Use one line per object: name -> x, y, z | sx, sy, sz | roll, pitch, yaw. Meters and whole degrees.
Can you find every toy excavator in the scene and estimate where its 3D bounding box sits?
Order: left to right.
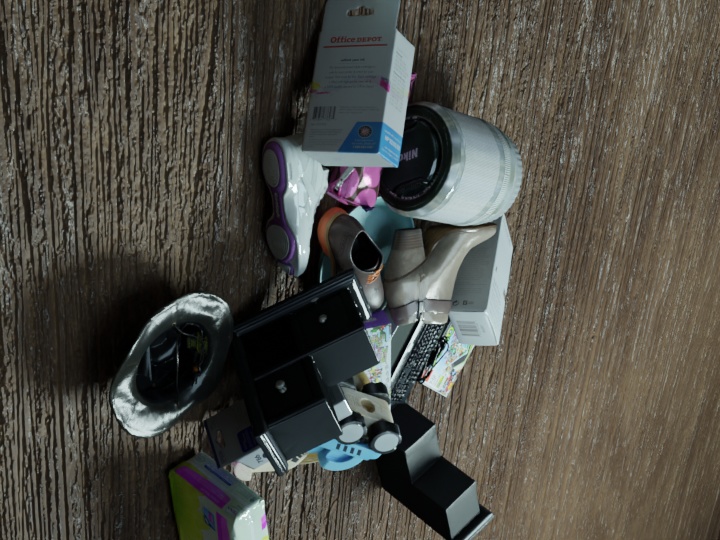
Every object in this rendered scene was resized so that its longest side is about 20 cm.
toy excavator -> -0.065, 0.247, 1.473 | 0.192, 0.101, 0.201 | 21, 121, -30

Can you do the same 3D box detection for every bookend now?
bookend -> -0.059, 0.131, 1.346 | 0.196, 0.202, 0.093 | -24, 134, 0
bookend -> 0.117, 0.332, 1.720 | 0.092, 0.197, 0.203 | -36, 134, -25

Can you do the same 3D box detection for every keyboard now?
keyboard -> 0.109, 0.131, 1.643 | 0.103, 0.039, 0.203 | 8, 111, -59

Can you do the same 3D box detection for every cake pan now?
cake pan -> 0.078, 0.099, 1.643 | 0.200, 0.036, 0.203 | -39, 147, -32

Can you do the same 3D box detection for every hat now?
hat -> -0.253, 0.103, 1.274 | 0.200, 0.080, 0.204 | -37, 140, -38

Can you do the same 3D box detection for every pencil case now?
pencil case -> 0.011, -0.188, 1.391 | 0.093, 0.090, 0.204 | 3, 106, -58

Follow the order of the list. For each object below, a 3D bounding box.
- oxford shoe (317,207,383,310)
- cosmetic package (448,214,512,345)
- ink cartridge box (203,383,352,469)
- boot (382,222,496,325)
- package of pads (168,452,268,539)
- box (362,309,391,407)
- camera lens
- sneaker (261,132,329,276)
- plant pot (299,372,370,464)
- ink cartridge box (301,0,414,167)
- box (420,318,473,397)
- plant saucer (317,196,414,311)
oxford shoe -> 0.000, 0.000, 1.442 | 0.071, 0.072, 0.201 | -48, 140, -17
cosmetic package -> 0.197, 0.011, 1.656 | 0.102, 0.073, 0.203 | 63, 35, -50
ink cartridge box -> -0.116, 0.204, 1.412 | 0.197, 0.100, 0.040 | -27, 132, -2
boot -> 0.122, 0.006, 1.554 | 0.196, 0.070, 0.150 | -6, 98, -21
package of pads -> -0.196, 0.371, 1.431 | 0.068, 0.153, 0.203 | -29, 130, -37
box -> -0.022, 0.162, 1.545 | 0.134, 0.039, 0.203 | -11, 126, -15
camera lens -> 0.125, -0.151, 1.482 | 0.198, 0.159, 0.163 | 6, 107, -49
sneaker -> -0.077, -0.087, 1.361 | 0.099, 0.074, 0.204 | -24, 127, -37
plant pot -> -0.070, 0.217, 1.519 | 0.196, 0.028, 0.203 | -11, 126, -16
ink cartridge box -> 0.001, -0.239, 1.298 | 0.068, 0.113, 0.204 | 23, 74, -62
box -> 0.162, 0.112, 1.774 | 0.110, 0.034, 0.203 | 31, 87, -51
plant saucer -> 0.002, -0.020, 1.520 | 0.198, 0.036, 0.204 | -26, 129, -36
